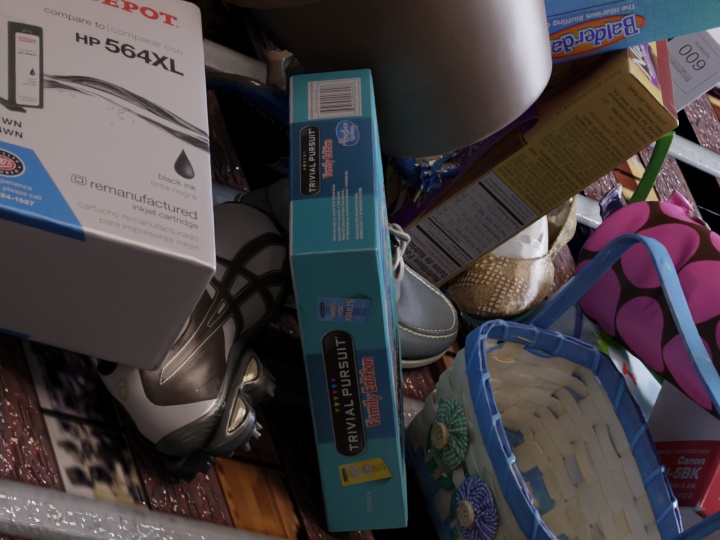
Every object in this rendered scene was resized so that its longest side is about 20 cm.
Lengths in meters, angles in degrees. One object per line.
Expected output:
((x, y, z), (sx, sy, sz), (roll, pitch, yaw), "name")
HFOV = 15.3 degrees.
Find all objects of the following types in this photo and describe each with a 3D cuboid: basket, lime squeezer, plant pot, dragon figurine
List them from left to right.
((-0.022, -0.084, 1.627), (0.200, 0.059, 0.100), (-10, 102, -36), "dragon figurine")
((0.022, -0.162, 1.495), (0.200, 0.200, 0.175), (-80, 148, -56), "plant pot")
((0.126, 0.101, 1.508), (0.139, 0.200, 0.177), (16, 43, -45), "basket")
((0.177, 0.015, 1.677), (0.038, 0.071, 0.200), (-119, -163, -77), "lime squeezer")

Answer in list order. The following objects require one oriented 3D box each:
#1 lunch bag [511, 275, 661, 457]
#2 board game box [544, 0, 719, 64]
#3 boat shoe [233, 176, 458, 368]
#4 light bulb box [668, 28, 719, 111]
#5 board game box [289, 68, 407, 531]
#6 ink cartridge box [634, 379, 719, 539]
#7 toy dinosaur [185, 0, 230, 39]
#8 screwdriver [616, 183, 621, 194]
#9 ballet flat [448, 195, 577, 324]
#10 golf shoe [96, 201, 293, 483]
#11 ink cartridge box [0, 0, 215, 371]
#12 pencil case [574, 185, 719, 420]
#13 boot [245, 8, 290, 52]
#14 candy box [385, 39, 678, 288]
((0.174, 0.110, 1.713), (0.200, 0.082, 0.161), (44, 27, -18), "lunch bag")
((0.115, -0.197, 1.652), (0.045, 0.200, 0.152), (83, -7, -52), "board game box")
((0.000, 0.000, 1.585), (0.200, 0.062, 0.073), (28, 36, -41), "boat shoe")
((0.131, -0.181, 1.860), (0.198, 0.200, 0.125), (45, 29, -16), "light bulb box")
((-0.007, 0.017, 1.446), (0.151, 0.047, 0.200), (-91, 176, -50), "board game box")
((0.262, 0.094, 1.640), (0.147, 0.083, 0.200), (35, 67, -26), "ink cartridge box")
((-0.112, -0.152, 1.547), (0.060, 0.106, 0.200), (15, 58, -10), "toy dinosaur")
((0.179, -0.019, 1.929), (0.028, 0.029, 0.200), (46, 32, -14), "screwdriver")
((0.102, -0.026, 1.767), (0.070, 0.065, 0.200), (11, 22, 8), "ballet flat")
((-0.090, 0.014, 1.408), (0.094, 0.078, 0.200), (40, 28, -24), "golf shoe")
((-0.156, -0.062, 1.338), (0.146, 0.084, 0.200), (15, 42, -21), "ink cartridge box")
((0.208, 0.028, 1.558), (0.200, 0.094, 0.091), (42, -10, 49), "pencil case")
((0.006, -0.152, 1.712), (0.200, 0.090, 0.073), (48, 37, 12), "boot")
((0.105, -0.087, 1.704), (0.056, 0.200, 0.117), (43, 28, -27), "candy box")
